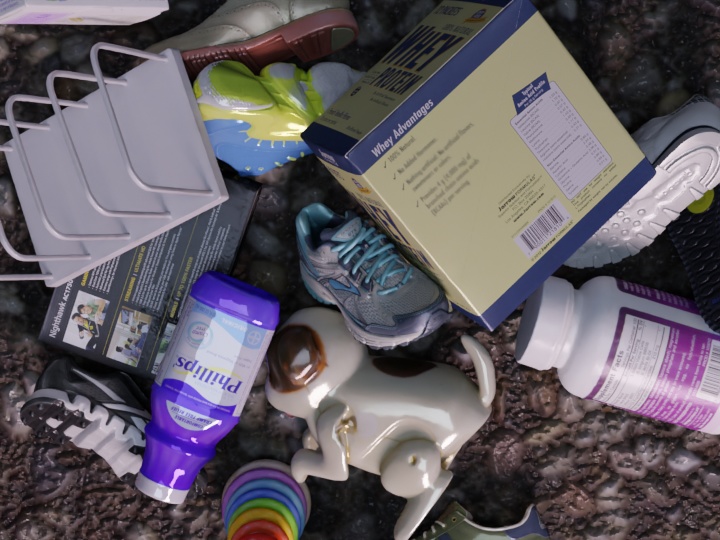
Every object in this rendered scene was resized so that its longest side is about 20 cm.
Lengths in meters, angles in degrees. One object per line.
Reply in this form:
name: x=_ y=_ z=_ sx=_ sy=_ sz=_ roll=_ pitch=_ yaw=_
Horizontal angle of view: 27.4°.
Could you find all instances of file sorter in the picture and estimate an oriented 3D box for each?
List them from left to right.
file sorter: x=-0.240 y=-0.087 z=1.234 sx=0.199 sy=0.124 sz=0.139 roll=-25 pitch=79 yaw=25

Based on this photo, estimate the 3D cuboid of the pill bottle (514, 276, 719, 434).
pill bottle: x=0.245 y=0.069 z=1.322 sx=0.199 sy=0.112 sz=0.113 roll=16 pitch=100 yaw=-3

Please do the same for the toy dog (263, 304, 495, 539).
toy dog: x=0.003 y=0.115 z=1.311 sx=0.200 sy=0.140 sz=0.194 roll=33 pitch=119 yaw=2

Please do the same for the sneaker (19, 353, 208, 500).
sneaker: x=-0.216 y=0.138 z=1.355 sx=0.200 sy=0.091 sz=0.066 roll=34 pitch=128 yaw=-28

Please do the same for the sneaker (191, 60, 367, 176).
sneaker: x=-0.061 y=-0.132 z=1.316 sx=0.199 sy=0.076 sz=0.105 roll=8 pitch=143 yaw=-20

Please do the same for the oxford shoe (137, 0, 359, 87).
oxford shoe: x=-0.103 y=-0.214 z=1.304 sx=0.199 sy=0.071 sz=0.074 roll=-13 pitch=75 yaw=3

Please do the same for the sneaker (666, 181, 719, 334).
sneaker: x=0.326 y=-0.021 z=1.306 sx=0.078 sy=0.201 sz=0.066 roll=17 pitch=141 yaw=-39

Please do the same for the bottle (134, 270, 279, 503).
bottle: x=-0.140 y=0.104 z=1.290 sx=0.083 sy=0.065 sz=0.201 roll=23 pitch=95 yaw=-4

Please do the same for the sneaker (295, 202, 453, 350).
sneaker: x=0.000 y=0.000 z=1.262 sx=0.077 sy=0.200 sz=0.087 roll=-33 pitch=124 yaw=-22

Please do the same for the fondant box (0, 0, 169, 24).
fondant box: x=-0.238 y=-0.299 z=1.171 sx=0.058 sy=0.144 sz=0.201 roll=-11 pitch=89 yaw=42

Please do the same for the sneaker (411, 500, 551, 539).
sneaker: x=0.083 y=0.262 z=1.387 sx=0.199 sy=0.067 sz=0.090 roll=-5 pitch=81 yaw=9

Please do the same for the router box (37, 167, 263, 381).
router box: x=-0.190 y=-0.008 z=1.337 sx=0.149 sy=0.051 sz=0.201 roll=20 pitch=99 yaw=-2

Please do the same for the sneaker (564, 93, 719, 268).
sneaker: x=0.244 y=-0.077 z=1.321 sx=0.200 sy=0.081 sz=0.076 roll=-34 pitch=126 yaw=24

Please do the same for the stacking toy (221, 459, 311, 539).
stacking toy: x=-0.089 y=0.236 z=1.306 sx=0.085 sy=0.200 sz=0.086 roll=0 pitch=100 yaw=0

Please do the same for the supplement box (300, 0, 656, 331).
supplement box: x=0.097 y=-0.099 z=1.242 sx=0.200 sy=0.134 sz=0.200 roll=-43 pitch=111 yaw=-5
